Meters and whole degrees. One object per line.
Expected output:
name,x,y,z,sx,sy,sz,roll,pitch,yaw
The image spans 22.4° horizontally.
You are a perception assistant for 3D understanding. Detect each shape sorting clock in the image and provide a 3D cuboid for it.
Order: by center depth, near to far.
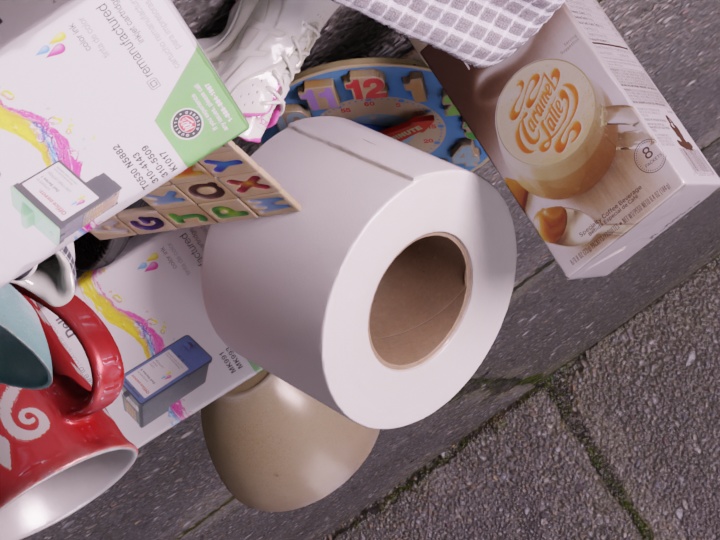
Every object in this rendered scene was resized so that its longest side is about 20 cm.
shape sorting clock,0.015,-0.110,1.444,0.199,0.039,0.200,1,149,1

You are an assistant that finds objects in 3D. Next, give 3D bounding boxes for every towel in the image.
towel,0.057,-0.221,1.114,0.199,0.086,0.166,19,135,-31

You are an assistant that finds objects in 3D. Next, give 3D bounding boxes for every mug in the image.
mug,-0.252,0.071,1.331,0.177,0.201,0.133,-35,164,8

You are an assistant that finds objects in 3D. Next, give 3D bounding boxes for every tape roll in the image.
tape roll,0.000,0.000,1.356,0.202,0.139,0.204,-23,124,-38

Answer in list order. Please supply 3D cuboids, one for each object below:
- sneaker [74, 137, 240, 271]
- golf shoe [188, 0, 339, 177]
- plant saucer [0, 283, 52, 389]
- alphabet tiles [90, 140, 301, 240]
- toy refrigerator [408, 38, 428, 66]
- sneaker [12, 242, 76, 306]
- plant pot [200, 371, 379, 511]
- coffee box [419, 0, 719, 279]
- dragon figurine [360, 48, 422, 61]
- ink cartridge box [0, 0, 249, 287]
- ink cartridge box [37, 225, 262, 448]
sneaker,-0.147,-0.072,1.367,0.104,0.060,0.200,-15,154,-37
golf shoe,-0.068,-0.141,1.255,0.200,0.092,0.075,-37,163,10
plant saucer,-0.283,0.014,1.187,0.200,0.199,0.036,103,12,-69
alphabet tiles,-0.156,-0.071,1.225,0.166,0.008,0.200,-7,155,24
toy refrigerator,0.078,-0.234,1.289,0.070,0.076,0.200,-27,163,-21
sneaker,-0.251,-0.038,1.175,0.076,0.081,0.200,-30,151,21
plant pot,-0.094,0.138,1.952,0.200,0.201,0.135,-33,130,3
coffee box,0.147,-0.108,1.288,0.114,0.201,0.080,-41,162,26
dragon figurine,0.071,-0.165,1.516,0.099,0.059,0.200,-39,160,28
ink cartridge box,-0.188,-0.096,1.057,0.199,0.084,0.145,-33,135,0
ink cartridge box,-0.169,0.044,1.461,0.199,0.146,0.088,-31,-161,2
